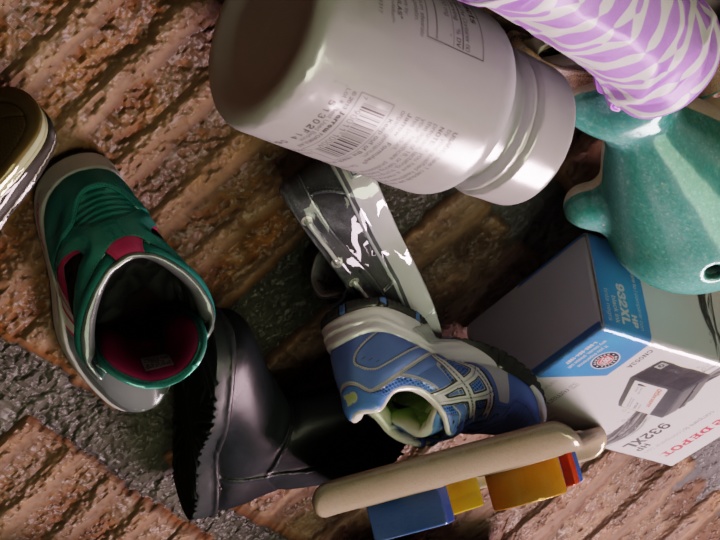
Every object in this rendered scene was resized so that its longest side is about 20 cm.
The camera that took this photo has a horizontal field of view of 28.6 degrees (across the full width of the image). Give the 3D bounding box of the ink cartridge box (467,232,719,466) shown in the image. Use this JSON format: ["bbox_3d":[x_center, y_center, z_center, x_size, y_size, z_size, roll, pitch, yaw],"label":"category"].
[{"bbox_3d":[0.204,0.065,1.065,0.199,0.084,0.145,17,140,-30],"label":"ink cartridge box"}]

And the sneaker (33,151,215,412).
[{"bbox_3d":[-0.133,0.038,0.848,0.083,0.121,0.201,-24,135,-15],"label":"sneaker"}]

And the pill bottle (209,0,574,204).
[{"bbox_3d":[0.024,-0.108,0.814,0.199,0.114,0.115,17,114,-36],"label":"pill bottle"}]

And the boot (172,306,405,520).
[{"bbox_3d":[-0.042,0.087,0.980,0.167,0.077,0.201,-12,138,-21],"label":"boot"}]

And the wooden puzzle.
[{"bbox_3d":[0.080,0.152,1.001,0.184,0.047,0.200,-17,167,13],"label":"wooden puzzle"}]

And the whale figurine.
[{"bbox_3d":[0.208,-0.056,0.928,0.158,0.104,0.200,-22,142,20],"label":"whale figurine"}]

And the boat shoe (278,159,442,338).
[{"bbox_3d":[0.000,0.000,0.942,0.068,0.072,0.200,-29,140,-2],"label":"boat shoe"}]

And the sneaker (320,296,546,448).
[{"bbox_3d":[0.051,0.087,0.953,0.199,0.077,0.076,22,140,-36],"label":"sneaker"}]

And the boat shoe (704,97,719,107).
[{"bbox_3d":[0.233,-0.051,1.065,0.069,0.074,0.201,14,126,-18],"label":"boat shoe"}]

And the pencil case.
[{"bbox_3d":[0.119,-0.146,0.768,0.085,0.084,0.199,-42,141,24],"label":"pencil case"}]

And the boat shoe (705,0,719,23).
[{"bbox_3d":[0.249,-0.191,0.954,0.201,0.065,0.075,16,115,-41],"label":"boat shoe"}]

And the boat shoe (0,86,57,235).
[{"bbox_3d":[-0.237,-0.017,0.777,0.200,0.073,0.065,-42,148,8],"label":"boat shoe"}]

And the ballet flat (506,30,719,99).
[{"bbox_3d":[0.175,-0.144,0.945,0.199,0.068,0.068,-13,129,-26],"label":"ballet flat"}]
